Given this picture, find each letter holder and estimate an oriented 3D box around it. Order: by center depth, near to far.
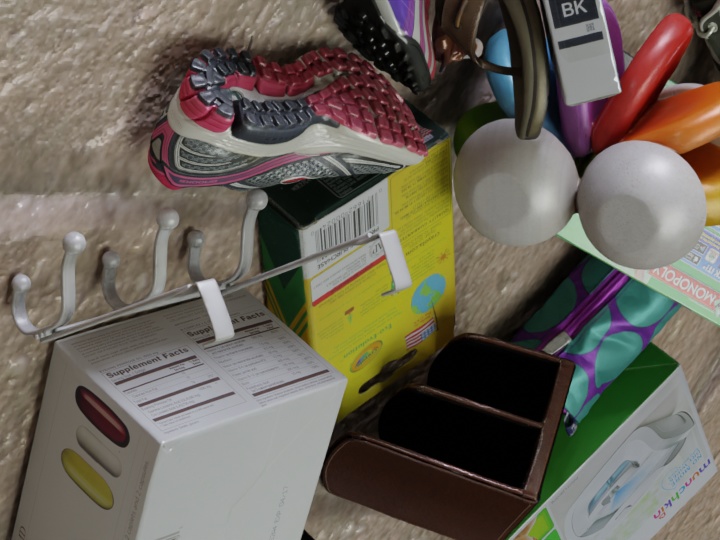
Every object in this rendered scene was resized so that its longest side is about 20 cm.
[{"bbox_3d":[0.054,0.112,1.740,0.200,0.141,0.101,108,-1,-73],"label":"letter holder"}]

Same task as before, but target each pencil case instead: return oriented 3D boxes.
[{"bbox_3d":[0.189,0.020,1.856,0.200,0.085,0.092,-49,162,-2],"label":"pencil case"}]

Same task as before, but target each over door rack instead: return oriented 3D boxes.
[{"bbox_3d":[-0.089,-0.004,1.429,0.147,0.199,0.067,-16,99,-39],"label":"over door rack"}]

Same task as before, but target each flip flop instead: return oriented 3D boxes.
[{"bbox_3d":[0.067,-0.172,1.479,0.057,0.081,0.201,-19,104,1],"label":"flip flop"}]

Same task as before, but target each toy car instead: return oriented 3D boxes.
[{"bbox_3d":[0.157,-0.100,1.606,0.175,0.198,0.151,-47,143,-58],"label":"toy car"}]

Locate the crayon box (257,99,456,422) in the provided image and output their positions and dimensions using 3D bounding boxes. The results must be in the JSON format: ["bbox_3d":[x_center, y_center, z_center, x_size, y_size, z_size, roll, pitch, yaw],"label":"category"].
[{"bbox_3d":[0.000,0.000,1.643,0.127,0.051,0.201,-33,143,-25],"label":"crayon box"}]

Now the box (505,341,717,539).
[{"bbox_3d":[0.166,0.158,1.958,0.200,0.097,0.177,-43,144,-12],"label":"box"}]

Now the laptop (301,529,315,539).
[{"bbox_3d":[-0.035,0.257,1.740,0.103,0.177,0.201,-8,129,-46],"label":"laptop"}]

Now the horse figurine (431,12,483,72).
[{"bbox_3d":[0.108,-0.224,1.550,0.132,0.050,0.201,-17,139,-46],"label":"horse figurine"}]

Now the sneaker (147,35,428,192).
[{"bbox_3d":[-0.042,-0.085,1.495,0.199,0.081,0.075,3,138,-43],"label":"sneaker"}]

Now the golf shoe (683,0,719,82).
[{"bbox_3d":[0.265,-0.176,1.781,0.087,0.077,0.201,-11,130,-19],"label":"golf shoe"}]

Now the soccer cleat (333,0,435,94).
[{"bbox_3d":[0.018,-0.180,1.476,0.073,0.068,0.200,-48,146,-14],"label":"soccer cleat"}]

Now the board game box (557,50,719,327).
[{"bbox_3d":[0.216,-0.058,1.775,0.199,0.029,0.135,28,98,-29],"label":"board game box"}]

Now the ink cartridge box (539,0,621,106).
[{"bbox_3d":[0.110,-0.206,1.457,0.039,0.100,0.201,-14,113,5],"label":"ink cartridge box"}]

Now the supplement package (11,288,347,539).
[{"bbox_3d":[-0.120,0.135,1.580,0.155,0.111,0.201,-16,134,-41],"label":"supplement package"}]
